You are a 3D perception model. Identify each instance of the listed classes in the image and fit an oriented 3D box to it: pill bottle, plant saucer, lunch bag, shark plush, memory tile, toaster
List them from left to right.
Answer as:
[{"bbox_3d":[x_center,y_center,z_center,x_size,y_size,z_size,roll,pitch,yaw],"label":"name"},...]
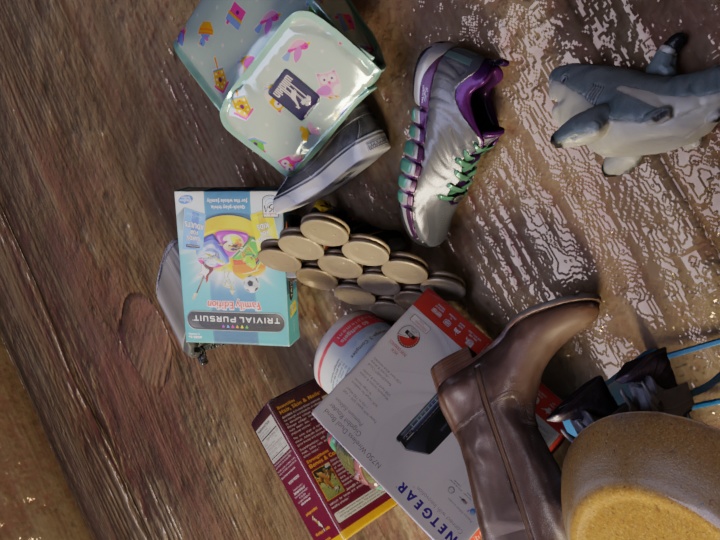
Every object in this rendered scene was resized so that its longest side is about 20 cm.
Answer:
[{"bbox_3d":[-0.234,0.034,1.208,0.130,0.112,0.201,53,140,24],"label":"toaster"},{"bbox_3d":[-0.079,-0.223,0.840,0.170,0.121,0.202,-43,71,29],"label":"lunch bag"},{"bbox_3d":[0.000,0.000,0.856,0.153,0.198,0.017,-28,44,54],"label":"memory tile"},{"bbox_3d":[0.044,0.139,0.907,0.199,0.108,0.110,36,133,35],"label":"pill bottle"},{"bbox_3d":[0.217,-0.135,0.586,0.199,0.090,0.085,-14,67,58],"label":"shark plush"},{"bbox_3d":[0.191,0.179,0.467,0.199,0.035,0.203,32,137,35],"label":"plant saucer"}]

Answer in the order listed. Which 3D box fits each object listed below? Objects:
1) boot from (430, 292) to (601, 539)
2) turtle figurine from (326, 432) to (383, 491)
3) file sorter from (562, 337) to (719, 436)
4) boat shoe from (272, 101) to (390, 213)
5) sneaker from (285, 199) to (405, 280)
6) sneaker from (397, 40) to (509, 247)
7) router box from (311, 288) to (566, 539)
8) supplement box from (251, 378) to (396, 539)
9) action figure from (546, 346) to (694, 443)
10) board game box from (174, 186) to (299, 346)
[{"bbox_3d":[0.163,0.143,0.702,0.185,0.064,0.203,-34,56,26],"label":"boot"},{"bbox_3d":[0.026,0.223,0.989,0.198,0.100,0.152,22,124,38],"label":"turtle figurine"},{"bbox_3d":[0.273,0.165,0.606,0.122,0.138,0.203,-28,86,51],"label":"file sorter"},{"bbox_3d":[-0.046,-0.126,0.918,0.199,0.071,0.069,-29,87,51],"label":"boat shoe"},{"bbox_3d":[-0.030,-0.042,0.944,0.198,0.069,0.092,-11,90,50],"label":"sneaker"},{"bbox_3d":[0.089,-0.106,0.758,0.087,0.074,0.203,24,125,37],"label":"sneaker"},{"bbox_3d":[0.082,0.149,0.798,0.199,0.180,0.049,40,169,25],"label":"router box"},{"bbox_3d":[-0.047,0.255,1.081,0.202,0.109,0.086,58,143,14],"label":"supplement box"},{"bbox_3d":[0.211,0.157,0.521,0.130,0.069,0.202,-39,80,40],"label":"action figure"},{"bbox_3d":[-0.161,-0.006,1.057,0.148,0.047,0.204,1,102,14],"label":"board game box"}]
